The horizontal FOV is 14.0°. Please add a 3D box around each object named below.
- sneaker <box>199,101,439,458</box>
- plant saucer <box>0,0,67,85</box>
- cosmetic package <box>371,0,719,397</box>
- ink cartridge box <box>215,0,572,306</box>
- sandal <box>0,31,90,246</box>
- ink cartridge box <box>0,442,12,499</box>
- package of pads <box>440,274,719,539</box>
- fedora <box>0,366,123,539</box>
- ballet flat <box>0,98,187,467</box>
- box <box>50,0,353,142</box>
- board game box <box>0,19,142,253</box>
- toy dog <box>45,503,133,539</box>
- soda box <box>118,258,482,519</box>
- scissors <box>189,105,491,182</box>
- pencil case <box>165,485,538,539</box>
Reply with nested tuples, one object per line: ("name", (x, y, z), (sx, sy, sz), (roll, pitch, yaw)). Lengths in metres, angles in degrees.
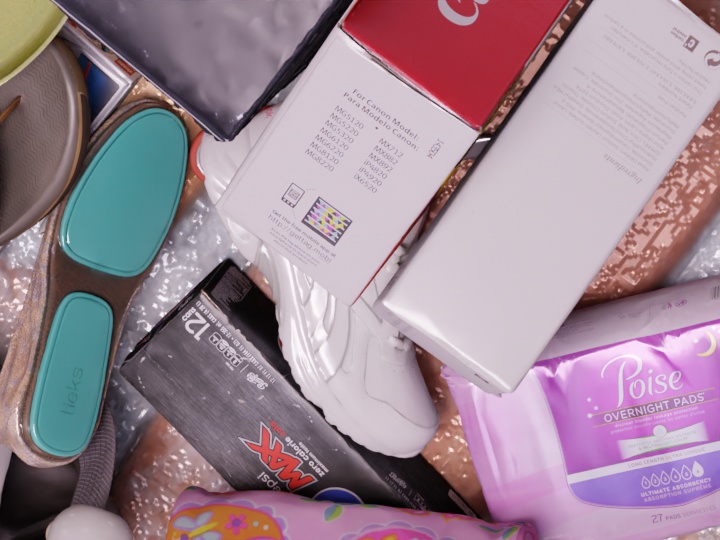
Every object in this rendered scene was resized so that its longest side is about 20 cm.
("sneaker", (0.000, 0.000, 1.493), (0.099, 0.078, 0.201), (-25, 102, 19))
("plant saucer", (-0.224, -0.170, 1.487), (0.198, 0.031, 0.202), (-3, 76, 10))
("cosmetic package", (0.093, -0.040, 1.422), (0.081, 0.113, 0.200), (37, 85, 0))
("ink cartridge box", (0.039, -0.111, 1.373), (0.084, 0.200, 0.176), (36, 132, -1))
("sandal", (-0.215, -0.042, 1.501), (0.200, 0.055, 0.082), (-37, 79, 20))
("ink cartridge box", (-0.292, 0.120, 1.533), (0.199, 0.145, 0.084), (-13, 136, 24))
("package of pads", (0.148, 0.073, 1.499), (0.199, 0.076, 0.121), (-14, 105, 15))
("fedora", (-0.193, 0.154, 1.569), (0.200, 0.177, 0.090), (-47, 132, -10))
("ballet flat", (-0.149, 0.004, 1.531), (0.068, 0.067, 0.201), (28, 75, -29))
("box", (-0.029, -0.191, 1.389), (0.123, 0.198, 0.200), (39, 110, 0))
("board game box", (-0.223, -0.069, 1.550), (0.126, 0.035, 0.200), (40, 108, -2))
("toy dog", (-0.182, 0.208, 1.452), (0.200, 0.096, 0.132), (-46, 126, -15))
("soda box", (-0.030, 0.093, 1.548), (0.071, 0.063, 0.200), (-42, 94, 21))
("scissors", (0.008, -0.066, 1.517), (0.199, 0.014, 0.074), (-17, 101, 17))
("pencil case", (-0.003, 0.158, 1.483), (0.198, 0.087, 0.088), (4, 107, 14))
